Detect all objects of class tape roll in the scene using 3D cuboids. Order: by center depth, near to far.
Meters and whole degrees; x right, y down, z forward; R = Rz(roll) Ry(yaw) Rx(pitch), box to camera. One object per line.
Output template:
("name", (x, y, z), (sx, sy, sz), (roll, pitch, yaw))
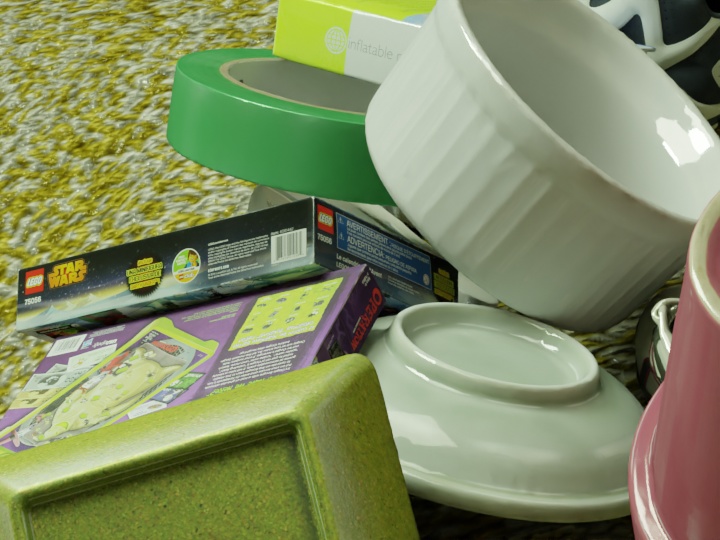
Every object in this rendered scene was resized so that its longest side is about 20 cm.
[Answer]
("tape roll", (-0.014, -0.086, 1.480), (0.199, 0.048, 0.201), (8, 15, -2))

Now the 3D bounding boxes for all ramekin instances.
("ramekin", (0.098, -0.061, 1.323), (0.098, 0.200, 0.201), (-49, 12, 26))

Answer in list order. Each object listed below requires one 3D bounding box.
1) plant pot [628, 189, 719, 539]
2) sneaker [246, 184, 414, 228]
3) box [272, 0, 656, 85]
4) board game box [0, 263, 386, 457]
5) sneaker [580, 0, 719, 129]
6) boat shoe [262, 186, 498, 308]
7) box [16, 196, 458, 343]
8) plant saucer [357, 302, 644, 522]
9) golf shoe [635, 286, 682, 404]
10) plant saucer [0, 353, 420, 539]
("plant pot", (0.205, 0.053, 1.035), (0.199, 0.180, 0.201), (-6, 44, 6))
("sneaker", (0.001, -0.041, 1.567), (0.115, 0.074, 0.200), (-12, 25, 19))
("box", (0.061, -0.132, 1.506), (0.199, 0.048, 0.122), (19, 17, 36))
("board game box", (-0.093, 0.059, 1.239), (0.199, 0.032, 0.120), (-13, 25, 31))
("sneaker", (0.161, -0.184, 1.536), (0.079, 0.130, 0.199), (-20, 56, -44))
("boat shoe", (0.000, 0.000, 1.453), (0.200, 0.069, 0.072), (36, 11, 36))
("box", (-0.066, 0.014, 1.342), (0.199, 0.137, 0.040), (-12, 68, 32))
("plant saucer", (0.062, 0.059, 1.239), (0.199, 0.050, 0.200), (11, 20, -4))
("golf shoe", (0.179, 0.040, 1.259), (0.077, 0.088, 0.200), (-20, 23, 1))
("plant saucer", (-0.070, 0.149, 1.095), (0.199, 0.201, 0.048), (-17, -19, 5))
